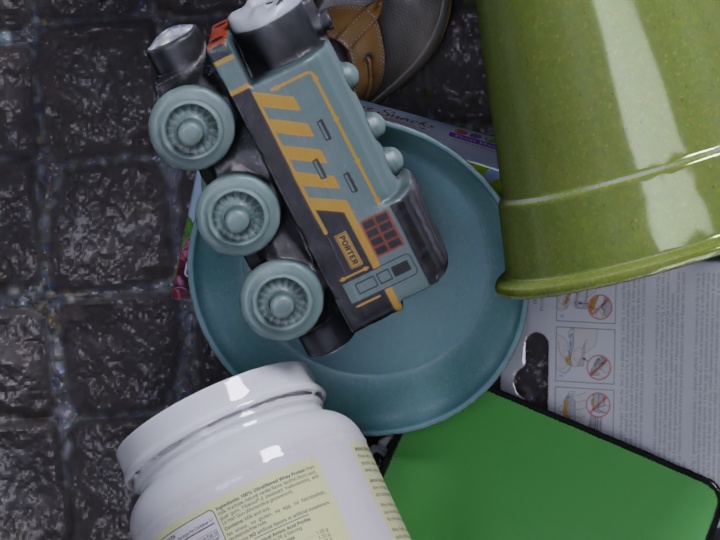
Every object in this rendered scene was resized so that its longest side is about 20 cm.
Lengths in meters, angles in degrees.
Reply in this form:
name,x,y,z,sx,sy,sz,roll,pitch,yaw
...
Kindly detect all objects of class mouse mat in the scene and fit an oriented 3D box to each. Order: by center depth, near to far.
name,x,y,z,sx,sy,sz,roll,pitch,yaw
mouse mat,0.099,0.162,1.152,0.199,0.008,0.162,23,74,8

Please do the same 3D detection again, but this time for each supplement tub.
name,x,y,z,sx,sy,sz,roll,pitch,yaw
supplement tub,-0.041,0.167,1.077,0.144,0.145,0.201,-28,75,7

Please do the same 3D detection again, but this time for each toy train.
name,x,y,z,sx,sy,sz,roll,pitch,yaw
toy train,-0.035,-0.052,1.050,0.113,0.085,0.201,-25,106,7

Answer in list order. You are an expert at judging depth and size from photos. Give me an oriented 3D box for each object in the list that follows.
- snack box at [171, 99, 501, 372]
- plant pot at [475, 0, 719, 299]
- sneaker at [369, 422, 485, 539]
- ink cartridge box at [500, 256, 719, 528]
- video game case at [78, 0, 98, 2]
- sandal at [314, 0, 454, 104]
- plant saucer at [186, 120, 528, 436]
name,x,y,z,sx,sy,sz,roll,pitch,yaw
snack box,-0.002,-0.027,1.165,0.198,0.053,0.143,15,115,3
plant pot,0.139,-0.107,1.013,0.199,0.200,0.191,-17,96,7
sneaker,0.006,0.165,1.196,0.200,0.081,0.075,-41,78,-11
ink cartridge box,0.188,0.070,1.190,0.198,0.057,0.164,3,96,25
video game case,-0.090,-0.196,1.114,0.198,0.182,0.024,-15,92,7
sandal,-0.023,-0.126,1.178,0.200,0.055,0.082,-39,91,8
plant saucer,0.000,0.000,1.127,0.198,0.036,0.201,4,116,8
